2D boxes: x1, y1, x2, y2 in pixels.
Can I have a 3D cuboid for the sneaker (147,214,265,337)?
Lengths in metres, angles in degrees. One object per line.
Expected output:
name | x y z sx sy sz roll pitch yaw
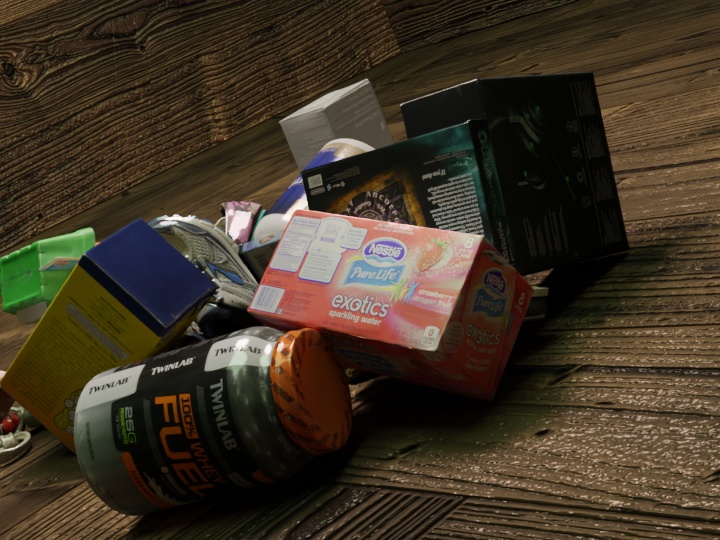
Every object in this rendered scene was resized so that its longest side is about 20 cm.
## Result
sneaker | -0.149 0.020 1.408 0.077 0.200 0.085 -54 0 40

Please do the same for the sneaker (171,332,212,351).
sneaker | -0.153 0.111 1.342 0.082 0.071 0.200 6 13 6

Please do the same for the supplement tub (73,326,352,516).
supplement tub | -0.115 0.116 1.077 0.199 0.123 0.123 -18 13 24

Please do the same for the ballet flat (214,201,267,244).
ballet flat | -0.156 0.003 1.570 0.071 0.069 0.201 6 55 3

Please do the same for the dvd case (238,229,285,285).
dvd case | 0.000 0.000 1.330 0.199 0.143 0.018 -18 38 19

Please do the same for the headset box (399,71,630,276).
headset box | 0.139 -0.082 1.232 0.092 0.175 0.200 -12 1 42

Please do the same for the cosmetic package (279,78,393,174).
cosmetic package | -0.009 -0.121 1.704 0.090 0.201 0.107 -13 18 41

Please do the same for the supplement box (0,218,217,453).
supplement box | -0.253 0.066 1.366 0.200 0.109 0.109 -51 -3 31

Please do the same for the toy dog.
toy dog | -0.368 0.129 1.521 0.200 0.097 0.132 -31 15 -33

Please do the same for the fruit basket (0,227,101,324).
fruit basket | -0.288 0.015 1.514 0.199 0.094 0.185 9 -16 -38

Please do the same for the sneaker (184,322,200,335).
sneaker | -0.176 0.039 1.610 0.115 0.076 0.200 -19 10 23

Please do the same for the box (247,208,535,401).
box | 0.023 0.024 1.092 0.199 0.095 0.103 9 69 40

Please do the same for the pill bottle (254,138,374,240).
pill bottle | -0.046 -0.043 1.507 0.115 0.116 0.200 -8 37 49

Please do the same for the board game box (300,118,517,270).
board game box | 0.038 -0.041 1.174 0.199 0.136 0.028 -12 -1 43

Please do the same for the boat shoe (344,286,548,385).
boat shoe | 0.070 0.055 1.163 0.200 0.061 0.072 -12 -10 29
